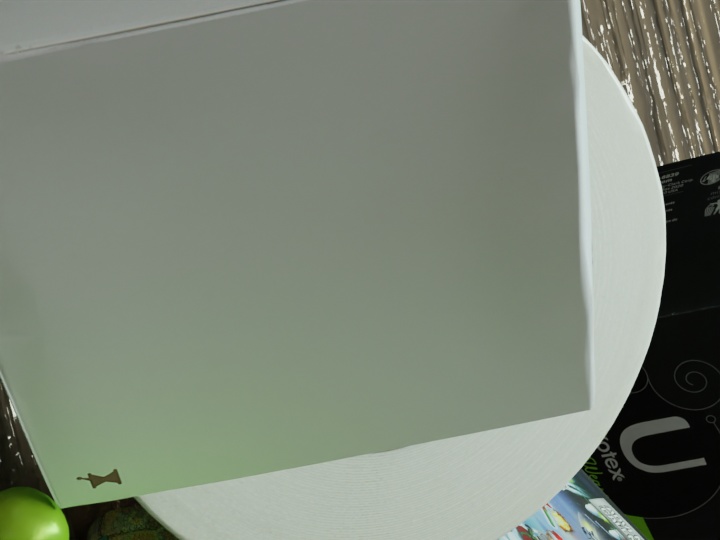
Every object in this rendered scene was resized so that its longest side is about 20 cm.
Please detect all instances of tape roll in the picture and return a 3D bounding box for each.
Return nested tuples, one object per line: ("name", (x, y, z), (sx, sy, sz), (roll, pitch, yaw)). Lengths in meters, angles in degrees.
("tape roll", (0.000, 0.000, 0.812), (0.202, 0.037, 0.204), (-7, 109, -21))

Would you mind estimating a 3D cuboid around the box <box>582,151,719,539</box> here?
("box", (0.150, 0.067, 1.142), (0.201, 0.148, 0.125), (62, 32, -27))

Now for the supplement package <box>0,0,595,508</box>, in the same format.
("supplement package", (-0.032, -0.083, 0.645), (0.192, 0.146, 0.201), (80, 0, -57))

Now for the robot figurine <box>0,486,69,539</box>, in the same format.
("robot figurine", (-0.089, 0.144, 0.651), (0.200, 0.115, 0.176), (43, 42, -46))

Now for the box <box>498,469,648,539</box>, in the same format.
("box", (0.043, 0.084, 0.942), (0.200, 0.040, 0.137), (47, 16, 24))

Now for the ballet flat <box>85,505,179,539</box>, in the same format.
("ballet flat", (-0.029, 0.099, 0.911), (0.200, 0.070, 0.071), (0, 80, -60))
